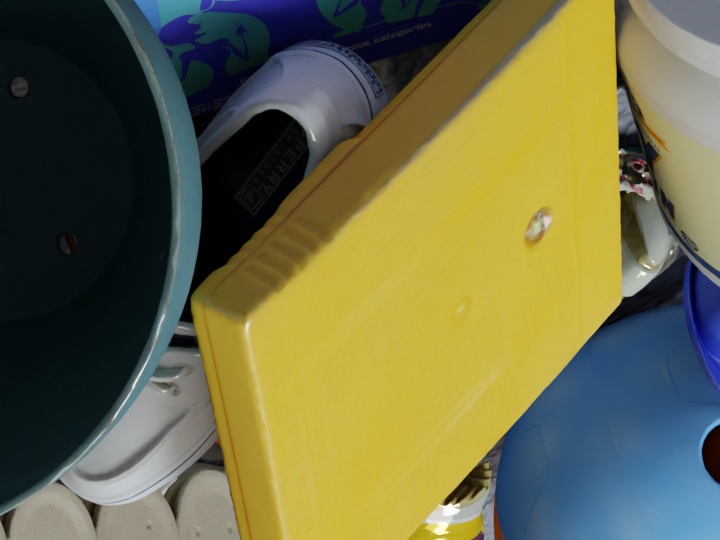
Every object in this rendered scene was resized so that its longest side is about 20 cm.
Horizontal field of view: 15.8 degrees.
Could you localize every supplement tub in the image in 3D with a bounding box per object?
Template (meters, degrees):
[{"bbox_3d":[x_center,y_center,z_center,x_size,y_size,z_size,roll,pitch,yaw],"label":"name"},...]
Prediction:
[{"bbox_3d":[0.167,-0.083,0.955,0.145,0.145,0.200,-25,151,2],"label":"supplement tub"}]

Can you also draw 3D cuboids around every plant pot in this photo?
[{"bbox_3d":[-0.134,-0.025,0.813,0.200,0.200,0.135,-31,178,13],"label":"plant pot"}]

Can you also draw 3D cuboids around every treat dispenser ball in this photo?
[{"bbox_3d":[0.162,0.115,1.224,0.200,0.201,0.201,-18,151,-11],"label":"treat dispenser ball"}]

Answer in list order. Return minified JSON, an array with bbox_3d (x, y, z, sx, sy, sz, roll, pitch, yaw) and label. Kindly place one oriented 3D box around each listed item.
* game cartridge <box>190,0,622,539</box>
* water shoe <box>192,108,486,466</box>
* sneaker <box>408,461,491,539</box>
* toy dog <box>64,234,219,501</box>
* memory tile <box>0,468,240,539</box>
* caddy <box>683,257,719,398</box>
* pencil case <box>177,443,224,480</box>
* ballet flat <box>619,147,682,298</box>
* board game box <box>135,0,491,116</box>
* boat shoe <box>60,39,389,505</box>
[{"bbox_3d":[0.023,0.009,0.901,0.200,0.032,0.177,-44,146,-29],"label":"game cartridge"},{"bbox_3d":[0.000,0.000,0.973,0.071,0.079,0.200,-18,132,35],"label":"water shoe"},{"bbox_3d":[0.015,0.096,1.110,0.075,0.200,0.090,11,107,0],"label":"sneaker"},{"bbox_3d":[-0.079,0.026,1.040,0.132,0.096,0.200,-22,166,-10],"label":"toy dog"},{"bbox_3d":[-0.098,0.152,0.968,0.017,0.154,0.200,-13,171,33],"label":"memory tile"},{"bbox_3d":[0.230,0.001,1.114,0.200,0.141,0.105,-35,170,-32],"label":"caddy"},{"bbox_3d":[-0.078,0.135,1.205,0.089,0.078,0.200,-19,151,-5],"label":"pencil case"},{"bbox_3d":[0.089,-0.018,1.089,0.200,0.064,0.076,7,137,-44],"label":"ballet flat"},{"bbox_3d":[-0.016,-0.135,0.836,0.152,0.045,0.200,-18,150,-11],"label":"board game box"},{"bbox_3d":[-0.063,0.007,0.891,0.200,0.074,0.065,-61,171,27],"label":"boat shoe"}]
